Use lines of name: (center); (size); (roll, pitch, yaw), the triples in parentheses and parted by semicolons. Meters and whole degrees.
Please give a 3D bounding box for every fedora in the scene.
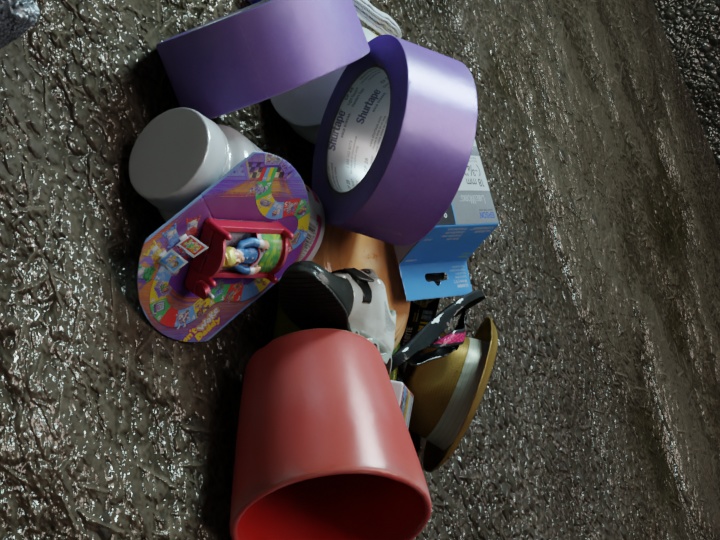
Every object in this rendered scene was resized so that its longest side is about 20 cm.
fedora: (0.093, 0.136, 1.801); (0.081, 0.201, 0.201); (22, 43, -6)

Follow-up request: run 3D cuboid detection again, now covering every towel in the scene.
towel: (-0.044, -0.342, 1.768); (0.147, 0.024, 0.200); (29, 12, -50)

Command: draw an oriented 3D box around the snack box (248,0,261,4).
snack box: (-0.112, -0.336, 1.768); (0.200, 0.024, 0.072); (42, 41, -48)

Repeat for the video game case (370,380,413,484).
video game case: (0.033, 0.197, 1.643); (0.200, 0.017, 0.144); (60, 40, -80)

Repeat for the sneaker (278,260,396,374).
sneaker: (-0.019, 0.026, 1.529); (0.200, 0.074, 0.089); (52, 48, -53)

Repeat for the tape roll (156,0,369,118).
tape roll: (-0.097, -0.223, 1.522); (0.200, 0.199, 0.086); (-42, 115, -61)

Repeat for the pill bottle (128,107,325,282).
pill bottle: (-0.130, -0.073, 1.491); (0.200, 0.113, 0.114); (37, 44, -52)

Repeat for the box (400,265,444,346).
box: (0.073, -0.023, 1.852); (0.160, 0.049, 0.201); (102, -6, -55)

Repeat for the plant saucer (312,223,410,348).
plant saucer: (0.000, 0.000, 1.647); (0.200, 0.032, 0.202); (20, 65, -52)

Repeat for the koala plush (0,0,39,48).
koala plush: (-0.291, -0.290, 1.191); (0.177, 0.199, 0.185); (-1, 77, -63)

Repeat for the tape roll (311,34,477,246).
tape roll: (0.032, -0.132, 1.551); (0.084, 0.200, 0.201); (15, 58, -25)

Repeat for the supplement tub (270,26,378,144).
supplement tub: (-0.007, -0.206, 1.771); (0.200, 0.143, 0.146); (16, 62, -60)

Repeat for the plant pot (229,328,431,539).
plant pot: (-0.036, 0.168, 1.480); (0.200, 0.199, 0.178); (42, 31, -47)

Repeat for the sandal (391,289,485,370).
sandal: (0.083, 0.082, 1.706); (0.045, 0.075, 0.200); (49, 43, 3)

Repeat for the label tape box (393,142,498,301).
label tape box: (0.088, -0.074, 1.711); (0.144, 0.063, 0.202); (-5, 77, -54)

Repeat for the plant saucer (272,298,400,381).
plant saucer: (-0.014, 0.067, 1.679); (0.200, 0.048, 0.201); (36, 53, -46)

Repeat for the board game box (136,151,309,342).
board game box: (-0.115, -0.010, 1.427); (0.200, 0.039, 0.159); (-40, 140, -16)
